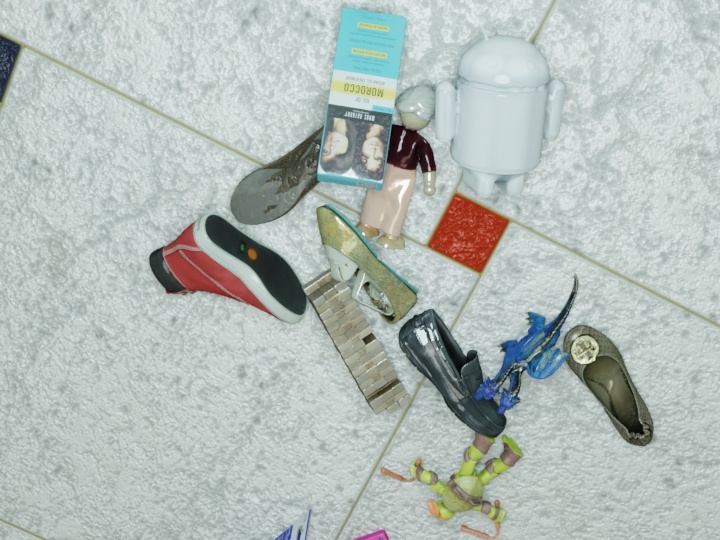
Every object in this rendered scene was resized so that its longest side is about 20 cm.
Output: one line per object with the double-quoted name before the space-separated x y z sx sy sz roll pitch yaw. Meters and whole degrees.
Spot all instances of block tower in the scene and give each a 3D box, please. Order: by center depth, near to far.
"block tower" -0.005 0.097 1.533 0.054 0.058 0.202 -31 106 -6

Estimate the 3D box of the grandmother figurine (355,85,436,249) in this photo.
"grandmother figurine" 0.046 -0.135 1.450 0.120 0.061 0.203 23 109 10

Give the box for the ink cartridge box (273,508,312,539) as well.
"ink cartridge box" -0.134 0.431 1.653 0.037 0.095 0.200 42 107 -13

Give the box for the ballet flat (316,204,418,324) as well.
"ballet flat" 0.000 0.000 1.468 0.070 0.071 0.200 -35 126 15

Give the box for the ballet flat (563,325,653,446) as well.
"ballet flat" 0.334 0.158 1.543 0.067 0.046 0.201 -30 109 10

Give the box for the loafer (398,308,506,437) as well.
"loafer" 0.132 0.138 1.540 0.070 0.068 0.201 -36 101 24

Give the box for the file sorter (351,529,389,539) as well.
"file sorter" 0.007 0.506 1.657 0.137 0.126 0.203 -21 108 11

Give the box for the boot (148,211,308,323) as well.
"boot" -0.175 0.018 1.523 0.143 0.073 0.199 -29 123 37

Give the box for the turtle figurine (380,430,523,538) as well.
"turtle figurine" 0.139 0.288 1.598 0.198 0.065 0.162 32 109 -8

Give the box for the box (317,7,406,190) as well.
"box" 0.001 -0.204 1.384 0.081 0.049 0.204 8 84 0

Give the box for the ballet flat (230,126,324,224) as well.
"ballet flat" -0.081 -0.125 1.464 0.199 0.046 0.068 -37 94 19

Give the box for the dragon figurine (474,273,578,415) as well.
"dragon figurine" 0.229 0.102 1.503 0.059 0.100 0.200 42 104 -13

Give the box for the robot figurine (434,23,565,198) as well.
"robot figurine" 0.166 -0.191 1.389 0.166 0.113 0.204 -4 112 -20
